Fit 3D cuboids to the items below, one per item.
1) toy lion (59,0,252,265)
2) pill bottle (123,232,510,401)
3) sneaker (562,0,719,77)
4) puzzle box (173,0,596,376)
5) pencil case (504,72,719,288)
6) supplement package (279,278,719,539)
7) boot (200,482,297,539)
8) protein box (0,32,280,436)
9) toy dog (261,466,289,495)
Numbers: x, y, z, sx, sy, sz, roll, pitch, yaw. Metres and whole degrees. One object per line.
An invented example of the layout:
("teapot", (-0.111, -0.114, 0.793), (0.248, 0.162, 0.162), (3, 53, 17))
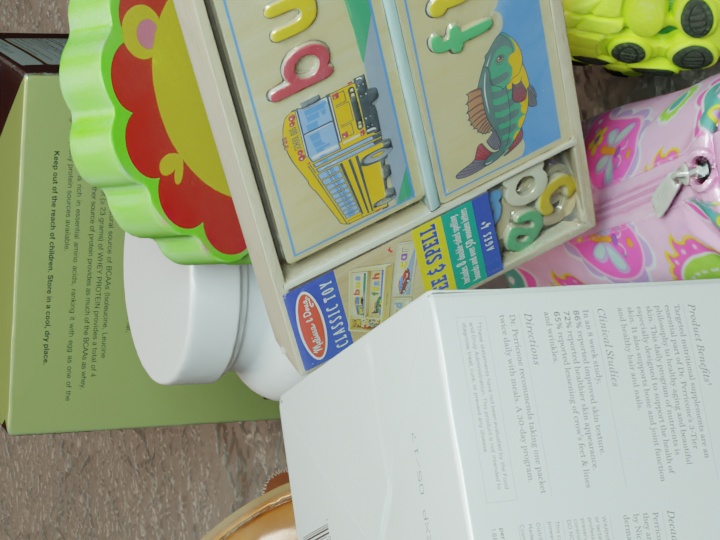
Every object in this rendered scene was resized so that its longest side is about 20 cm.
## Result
("toy lion", (-0.057, -0.111, 0.948), (0.068, 0.192, 0.201), (-2, 124, 45))
("pill bottle", (0.000, 0.000, 1.057), (0.116, 0.198, 0.117), (179, 90, -66))
("sneaker", (0.103, -0.121, 0.926), (0.200, 0.073, 0.084), (-129, 49, -84))
("puzzle box", (0.011, -0.065, 0.821), (0.025, 0.132, 0.201), (52, 164, 44))
("pencil case", (0.124, -0.030, 0.920), (0.200, 0.087, 0.088), (161, 106, -66))
("supplement package", (0.096, 0.095, 0.849), (0.151, 0.198, 0.153), (143, 121, -62))
("boot", (0.017, 0.170, 1.053), (0.077, 0.198, 0.156), (80, 176, -49))
("protein box", (-0.117, -0.026, 1.317), (0.135, 0.198, 0.200), (-147, 59, -61))
("toy dog", (-0.015, 0.083, 1.224), (0.132, 0.096, 0.201), (123, 139, -53))
